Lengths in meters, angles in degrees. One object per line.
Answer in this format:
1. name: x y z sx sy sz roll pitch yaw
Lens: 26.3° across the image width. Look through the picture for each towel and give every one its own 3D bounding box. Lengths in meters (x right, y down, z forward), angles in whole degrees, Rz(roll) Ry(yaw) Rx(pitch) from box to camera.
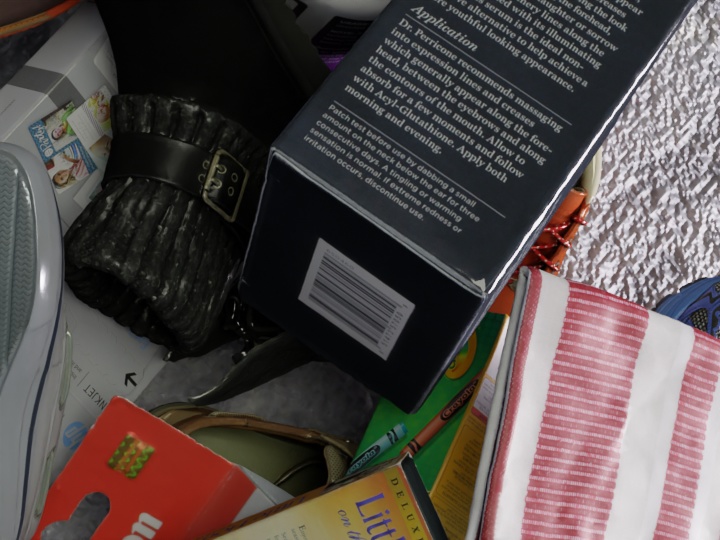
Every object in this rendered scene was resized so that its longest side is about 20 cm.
1. towel: 0.142 0.094 0.711 0.200 0.023 0.144 21 73 -28

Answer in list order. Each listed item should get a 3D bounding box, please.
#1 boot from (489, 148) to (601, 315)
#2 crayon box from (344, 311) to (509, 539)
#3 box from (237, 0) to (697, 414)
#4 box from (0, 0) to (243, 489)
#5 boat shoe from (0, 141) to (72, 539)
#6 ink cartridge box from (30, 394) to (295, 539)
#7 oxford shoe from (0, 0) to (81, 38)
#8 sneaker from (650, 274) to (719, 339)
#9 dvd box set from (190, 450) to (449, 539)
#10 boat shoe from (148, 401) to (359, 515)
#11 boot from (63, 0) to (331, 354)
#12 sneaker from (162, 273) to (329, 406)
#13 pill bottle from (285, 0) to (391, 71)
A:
1. boot: 0.080 -0.010 0.843 0.075 0.107 0.201 12 79 -25
2. crayon box: 0.083 0.118 0.801 0.200 0.058 0.119 42 65 -40
3. box: 0.048 -0.060 0.696 0.107 0.149 0.200 35 65 6
4. box: -0.144 -0.007 0.753 0.200 0.041 0.156 -53 130 -21
5. boat shoe: -0.165 0.039 0.682 0.073 0.067 0.201 16 103 14
6. ink cartridge box: -0.076 0.177 0.740 0.200 0.050 0.162 33 101 -16
7. oxford shoe: -0.130 -0.184 0.734 0.071 0.073 0.200 47 68 -6
8. sneaker: 0.172 0.088 0.792 0.075 0.078 0.200 50 59 -39
9. dvd box set: -0.039 0.186 0.705 0.200 0.029 0.147 -24 92 13
10. boat shoe: -0.022 0.119 0.795 0.200 0.074 0.076 16 75 -21
11. boot: -0.099 -0.071 0.694 0.158 0.079 0.211 -57 134 -17
12. sneaker: -0.002 -0.003 0.783 0.200 0.104 0.060 -40 69 15
13. pill bottle: -0.018 -0.165 0.780 0.112 0.200 0.113 4 79 -20
